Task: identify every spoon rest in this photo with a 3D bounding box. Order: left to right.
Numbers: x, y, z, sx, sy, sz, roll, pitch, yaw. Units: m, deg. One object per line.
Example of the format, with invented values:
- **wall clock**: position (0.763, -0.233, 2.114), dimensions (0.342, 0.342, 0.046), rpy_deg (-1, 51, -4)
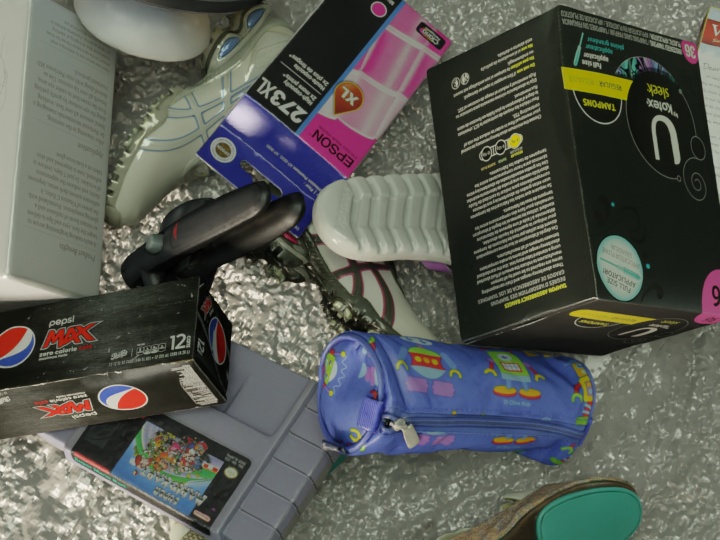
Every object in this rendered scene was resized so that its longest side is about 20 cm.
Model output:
- **spoon rest**: position (-0.159, -0.215, 1.215), dimensions (0.099, 0.061, 0.200), rpy_deg (10, 44, -19)

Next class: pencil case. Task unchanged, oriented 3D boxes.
- **pencil case**: position (0.066, 0.089, 1.121), dimensions (0.200, 0.087, 0.078), rpy_deg (7, 114, -32)

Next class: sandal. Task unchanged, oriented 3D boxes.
- **sandal**: position (0.052, -0.029, 1.188), dimensions (0.202, 0.050, 0.083), rpy_deg (9, 58, -28)

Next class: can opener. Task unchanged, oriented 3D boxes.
- **can opener**: position (-0.106, -0.023, 1.141), dimensions (0.063, 0.200, 0.079), rpy_deg (4, 76, -30)

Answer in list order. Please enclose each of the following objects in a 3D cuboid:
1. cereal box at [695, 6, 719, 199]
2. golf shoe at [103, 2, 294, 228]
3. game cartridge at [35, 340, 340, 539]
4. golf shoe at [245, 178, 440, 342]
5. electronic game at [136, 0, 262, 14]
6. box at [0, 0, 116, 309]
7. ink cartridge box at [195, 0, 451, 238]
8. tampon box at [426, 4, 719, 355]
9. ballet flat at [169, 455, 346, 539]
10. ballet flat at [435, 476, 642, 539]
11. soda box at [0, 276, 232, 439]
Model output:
- **cereal box**: position (0.296, -0.080, 1.217), dimensions (0.144, 0.040, 0.200), rpy_deg (17, 79, 5)
- **golf shoe**: position (-0.105, -0.098, 1.216), dimensions (0.097, 0.078, 0.200), rpy_deg (38, 83, 2)
- **game cartridge**: position (-0.114, 0.106, 1.154), dimensions (0.200, 0.038, 0.130), rpy_deg (24, 64, 24)
- **golf shoe**: position (0.000, 0.000, 1.193), dimensions (0.200, 0.077, 0.088), rpy_deg (43, 71, 6)
- **electronic game**: position (-0.152, -0.241, 1.166), dimensions (0.200, 0.200, 0.042), rpy_deg (32, 123, 7)
- **box**: position (-0.267, -0.078, 1.172), dimensions (0.152, 0.106, 0.200), rpy_deg (-3, 78, 26)
- **ink cartridge box**: position (-0.023, -0.125, 1.194), dimensions (0.095, 0.037, 0.200), rpy_deg (40, 62, -6)
- **tampon box**: position (0.151, -0.054, 1.138), dimensions (0.150, 0.126, 0.200), rpy_deg (6, 71, -41)
- **ballet flat**: position (-0.085, 0.162, 1.170), dimensions (0.075, 0.068, 0.200), rpy_deg (35, 76, 22)
- **ballet flat**: position (0.103, 0.184, 1.146), dimensions (0.200, 0.067, 0.068), rpy_deg (-18, 111, -32)
- **soda box**: position (-0.191, 0.063, 1.142), dimensions (0.200, 0.063, 0.071), rpy_deg (-9, 53, 14)
